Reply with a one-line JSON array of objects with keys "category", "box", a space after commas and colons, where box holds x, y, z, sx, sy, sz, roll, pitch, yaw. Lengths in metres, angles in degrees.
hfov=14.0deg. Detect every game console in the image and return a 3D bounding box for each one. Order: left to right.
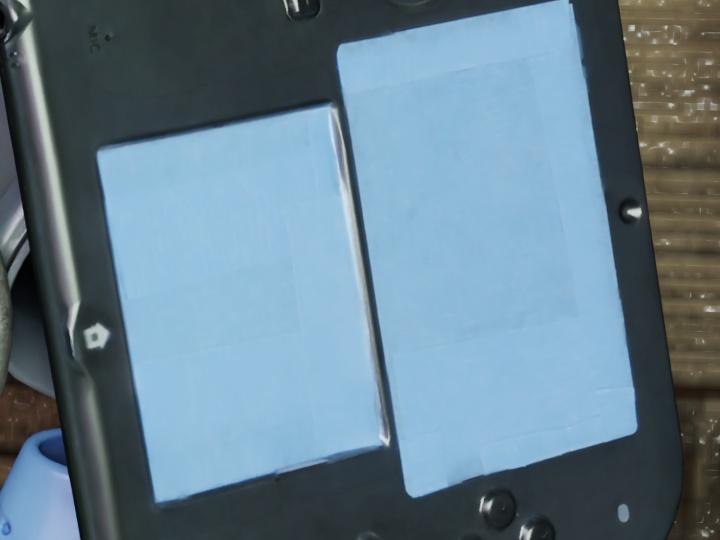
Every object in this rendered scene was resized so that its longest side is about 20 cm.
[{"category": "game console", "box": [0.000, 0.000, 0.749, 0.177, 0.031, 0.200, -14, 98, -34]}]

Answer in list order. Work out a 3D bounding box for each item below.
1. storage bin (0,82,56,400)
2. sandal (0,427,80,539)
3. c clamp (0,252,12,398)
[{"category": "storage bin", "box": [-0.055, -0.070, 0.842, 0.134, 0.146, 0.200, 36, 91, 35]}, {"category": "sandal", "box": [-0.075, 0.077, 0.784, 0.200, 0.079, 0.087, -29, 123, -12]}, {"category": "c clamp", "box": [-0.174, 0.006, 0.802, 0.200, 0.027, 0.171, -24, 67, 33]}]
